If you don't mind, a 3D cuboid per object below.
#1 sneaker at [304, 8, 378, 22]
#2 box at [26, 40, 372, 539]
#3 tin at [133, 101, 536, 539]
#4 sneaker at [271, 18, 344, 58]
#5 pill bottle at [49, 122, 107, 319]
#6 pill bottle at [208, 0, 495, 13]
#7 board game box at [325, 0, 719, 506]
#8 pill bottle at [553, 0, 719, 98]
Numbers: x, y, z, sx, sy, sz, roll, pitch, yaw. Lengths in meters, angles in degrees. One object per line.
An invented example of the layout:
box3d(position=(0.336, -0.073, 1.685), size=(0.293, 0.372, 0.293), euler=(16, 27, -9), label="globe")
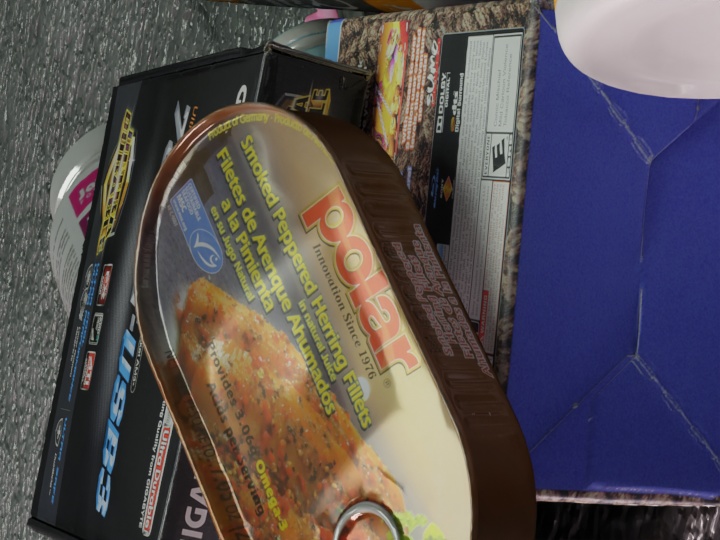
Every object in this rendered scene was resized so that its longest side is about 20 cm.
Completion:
box3d(position=(0.014, -0.168, 1.010), size=(0.095, 0.079, 0.200), euler=(34, 141, 59), label="sneaker")
box3d(position=(-0.070, 0.017, 0.938), size=(0.198, 0.050, 0.200), euler=(-178, 100, -70), label="box")
box3d(position=(-0.010, 0.037, 0.773), size=(0.112, 0.042, 0.200), euler=(-45, 58, 39), label="tin")
box3d(position=(0.000, 0.000, 1.011), size=(0.200, 0.079, 0.131), euler=(85, 171, -47), label="sneaker")
box3d(position=(-0.102, 0.002, 1.257), size=(0.200, 0.113, 0.113), euler=(-121, 40, -58), label="pill bottle")
box3d(position=(0.008, -0.154, 0.897), size=(0.200, 0.116, 0.117), euler=(10, 96, 39), label="pill bottle")
box3d(position=(0.057, -0.010, 0.852), size=(0.200, 0.097, 0.160), euler=(-168, 83, -70), label="board game box")
box3d(position=(0.109, -0.162, 0.725), size=(0.112, 0.112, 0.200), euler=(141, 130, -63), label="pill bottle")
